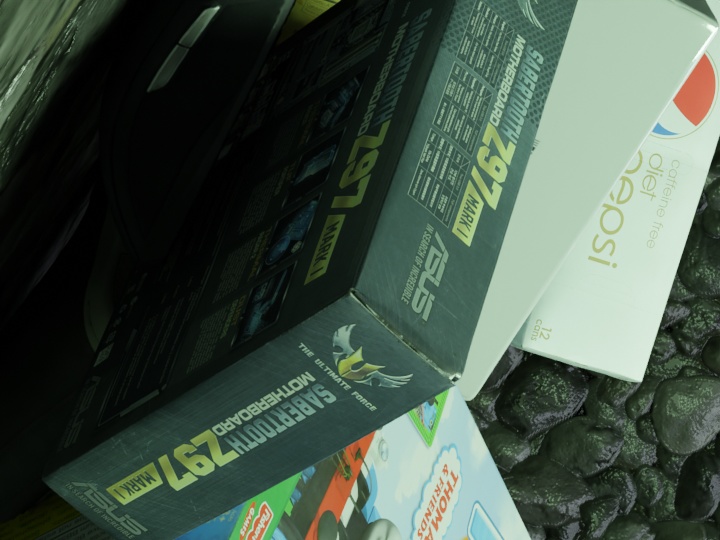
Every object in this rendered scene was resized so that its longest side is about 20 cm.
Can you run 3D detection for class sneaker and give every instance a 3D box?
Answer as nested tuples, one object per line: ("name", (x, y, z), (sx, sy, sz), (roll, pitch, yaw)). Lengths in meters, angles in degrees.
("sneaker", (-0.104, 0.012, 1.064), (0.106, 0.075, 0.200), (-37, -164, 23))

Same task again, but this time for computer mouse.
("computer mouse", (-0.039, -0.104, 0.909), (0.200, 0.046, 0.140), (-62, -175, 19))

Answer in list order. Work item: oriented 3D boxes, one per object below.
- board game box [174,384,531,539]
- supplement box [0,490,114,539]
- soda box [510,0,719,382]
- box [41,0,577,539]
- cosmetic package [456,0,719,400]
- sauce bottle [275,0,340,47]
("board game box", (0.001, 0.103, 1.010), (0.151, 0.037, 0.200), (-65, 144, -36))
("supplement box", (-0.098, 0.143, 1.047), (0.109, 0.110, 0.200), (-28, -151, 10))
("soda box", (0.118, -0.056, 1.234), (0.068, 0.064, 0.200), (-158, -96, -72))
("box", (-0.013, -0.016, 0.906), (0.158, 0.051, 0.200), (-33, -153, 40))
("cosmetic package", (0.035, -0.090, 1.181), (0.200, 0.123, 0.200), (-57, -157, 23))
("sauce bottle", (0.009, -0.155, 1.010), (0.066, 0.066, 0.200), (-58, 179, -45))
